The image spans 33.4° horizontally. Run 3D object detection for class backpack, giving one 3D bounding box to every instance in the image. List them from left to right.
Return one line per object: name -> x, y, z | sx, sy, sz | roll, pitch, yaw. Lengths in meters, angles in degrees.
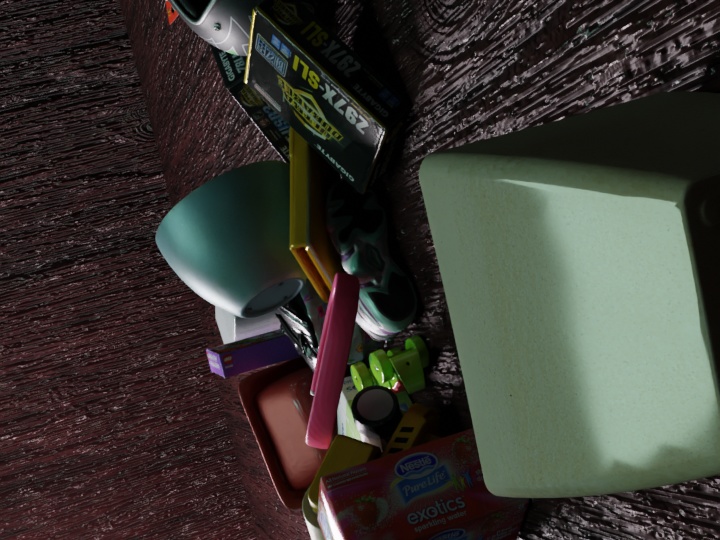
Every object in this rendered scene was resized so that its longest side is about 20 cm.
backpack -> -0.051, 0.043, 1.613 | 0.201, 0.125, 0.169 | -125, 13, -53

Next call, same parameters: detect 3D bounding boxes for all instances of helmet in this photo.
helmet -> -0.136, -0.351, 1.429 | 0.190, 0.200, 0.201 | 40, 152, 19

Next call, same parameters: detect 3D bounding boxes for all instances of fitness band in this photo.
fitness band -> -0.033, 0.103, 1.383 | 0.144, 0.037, 0.204 | -95, 15, -87

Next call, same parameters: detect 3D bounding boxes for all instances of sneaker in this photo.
sneaker -> 0.000, 0.000, 1.473 | 0.140, 0.076, 0.203 | 112, 141, -65

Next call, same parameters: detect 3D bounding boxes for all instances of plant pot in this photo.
plant pot -> -0.139, -0.022, 1.495 | 0.136, 0.198, 0.201 | 61, 161, 17
plant pot -> 0.175, 0.009, 0.647 | 0.176, 0.197, 0.204 | -1, 104, 63

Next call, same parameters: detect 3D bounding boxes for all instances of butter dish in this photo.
butter dish -> -0.045, 0.211, 1.713 | 0.147, 0.198, 0.203 | -27, 83, 43

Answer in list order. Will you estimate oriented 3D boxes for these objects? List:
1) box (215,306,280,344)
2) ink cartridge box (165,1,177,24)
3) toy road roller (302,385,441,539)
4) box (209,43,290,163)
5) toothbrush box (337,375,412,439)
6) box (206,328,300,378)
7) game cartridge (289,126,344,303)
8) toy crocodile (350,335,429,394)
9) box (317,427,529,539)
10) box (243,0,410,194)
box -> -0.152, 0.058, 1.945 | 0.201, 0.150, 0.108 | 104, 147, -60
ink cartridge box -> -0.435, -0.632, 2.548 | 0.160, 0.046, 0.204 | -170, 68, -74
toy road roller -> 0.037, 0.242, 1.356 | 0.144, 0.201, 0.124 | 17, 145, 23
box -> -0.132, -0.249, 1.597 | 0.200, 0.049, 0.200 | 50, -168, -47
toothbrush box -> 0.039, 0.248, 1.547 | 0.201, 0.085, 0.147 | -121, 22, -46
box -> -0.127, 0.114, 1.813 | 0.137, 0.197, 0.040 | 175, 80, -74
game cartridge -> -0.055, -0.085, 1.477 | 0.177, 0.032, 0.203 | 62, -158, -63
toy crocodile -> 0.038, 0.126, 1.456 | 0.063, 0.067, 0.200 | 69, 160, 7
box -> 0.062, 0.247, 1.235 | 0.096, 0.197, 0.101 | 95, 155, -50
box -> -0.042, -0.198, 1.338 | 0.200, 0.049, 0.160 | 44, 156, 8
